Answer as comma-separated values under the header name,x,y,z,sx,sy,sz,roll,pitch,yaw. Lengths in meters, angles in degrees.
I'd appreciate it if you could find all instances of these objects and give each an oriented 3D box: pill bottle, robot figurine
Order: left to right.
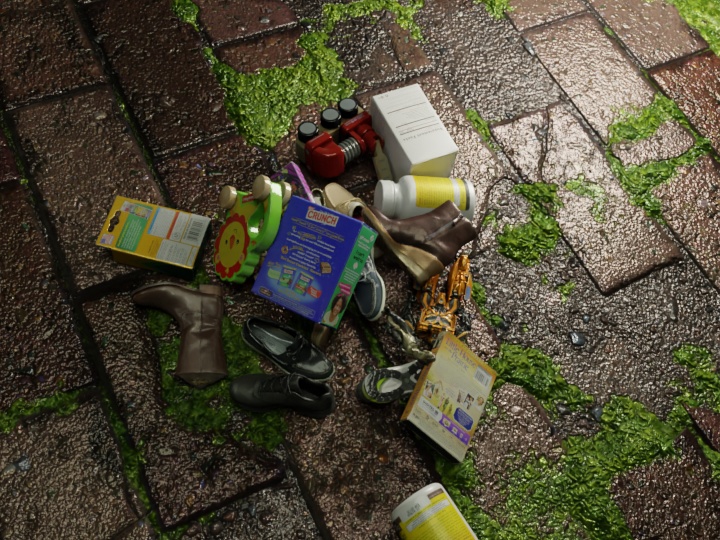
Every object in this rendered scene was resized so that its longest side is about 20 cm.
name,x,y,z,sx,sy,sz,roll,pitch,yaw
pill bottle,0.132,-0.142,1.748,0.198,0.112,0.112,3,59,-13
robot figurine,0.159,0.057,1.674,0.143,0.058,0.202,11,59,2
pill bottle,0.144,0.470,1.400,0.109,0.110,0.201,-26,66,-21

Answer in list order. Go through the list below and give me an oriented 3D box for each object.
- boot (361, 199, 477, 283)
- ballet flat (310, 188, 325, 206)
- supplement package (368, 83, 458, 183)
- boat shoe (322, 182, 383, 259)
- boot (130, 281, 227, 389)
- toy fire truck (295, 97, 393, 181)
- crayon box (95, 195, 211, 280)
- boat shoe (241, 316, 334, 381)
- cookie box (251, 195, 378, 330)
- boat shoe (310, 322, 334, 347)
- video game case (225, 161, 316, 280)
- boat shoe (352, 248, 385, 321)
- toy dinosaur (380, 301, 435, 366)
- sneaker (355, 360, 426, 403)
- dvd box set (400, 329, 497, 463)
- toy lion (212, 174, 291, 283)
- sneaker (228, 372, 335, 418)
name,x,y,z,sx,sy,sz,roll,pitch,yaw
boot,0.117,-0.089,1.673,0.166,0.072,0.200,-41,84,-16
ballet flat,-0.100,-0.084,1.713,0.067,0.075,0.202,7,59,-10
supplement package,0.111,-0.287,1.834,0.119,0.122,0.201,-19,64,-18
boat shoe,-0.010,-0.118,1.749,0.073,0.069,0.200,-31,68,-23
boot,-0.344,0.125,1.571,0.184,0.064,0.202,-2,64,-6
toy fire truck,-0.020,-0.248,1.810,0.175,0.129,0.200,-34,59,-24
crayon box,-0.413,-0.066,1.675,0.198,0.052,0.127,14,59,0
boat shoe,-0.137,0.143,1.580,0.198,0.066,0.075,32,60,11
cookie box,-0.086,-0.016,1.563,0.170,0.075,0.202,23,88,27
boat shoe,-0.071,0.065,1.638,0.064,0.072,0.201,13,49,6
video game case,-0.165,-0.090,1.680,0.180,0.036,0.201,-33,64,13
boat shoe,0.000,0.000,1.622,0.062,0.074,0.202,21,55,-49
toy dinosaur,0.073,0.112,1.573,0.047,0.088,0.200,-41,35,4
sneaker,0.077,0.209,1.567,0.198,0.081,0.075,-1,78,-30
dvd box set,0.167,0.234,1.550,0.146,0.029,0.201,40,58,-20
toy lion,-0.223,-0.073,1.619,0.068,0.199,0.194,14,76,-38
sneaker,-0.142,0.216,1.523,0.198,0.091,0.077,4,61,-4
